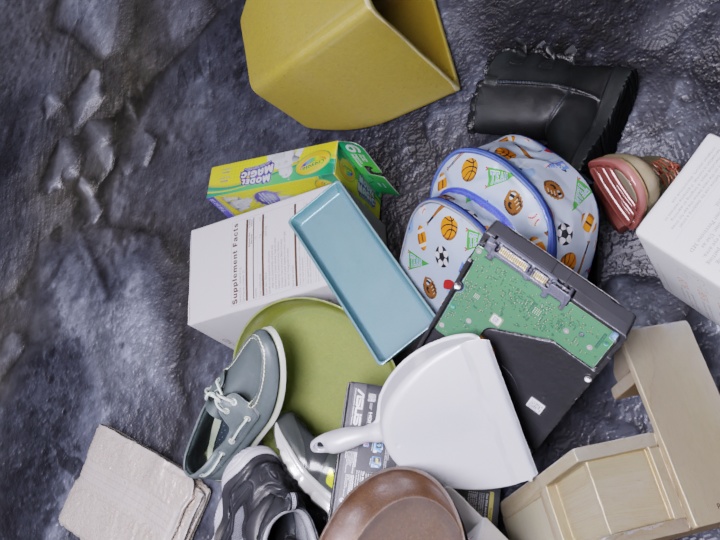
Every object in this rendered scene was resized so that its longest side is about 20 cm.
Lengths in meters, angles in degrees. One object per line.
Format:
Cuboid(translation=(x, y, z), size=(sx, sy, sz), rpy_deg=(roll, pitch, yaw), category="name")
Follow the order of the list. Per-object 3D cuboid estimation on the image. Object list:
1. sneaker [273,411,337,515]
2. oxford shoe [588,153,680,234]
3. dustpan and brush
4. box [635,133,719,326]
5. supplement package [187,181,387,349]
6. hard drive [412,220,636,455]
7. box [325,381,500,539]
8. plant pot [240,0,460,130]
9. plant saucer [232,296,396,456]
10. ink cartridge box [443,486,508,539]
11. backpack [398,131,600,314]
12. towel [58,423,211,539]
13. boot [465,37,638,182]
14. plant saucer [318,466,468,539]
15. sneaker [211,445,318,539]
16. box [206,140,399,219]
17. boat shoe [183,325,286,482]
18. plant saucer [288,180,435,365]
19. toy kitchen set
Cuboid(translation=(-0.008, 0.213, 0.908), size=(0.084, 0.075, 0.200), rpy_deg=(-42, 75, -5), category="sneaker")
Cuboid(translation=(0.252, -0.083, 0.808), size=(0.074, 0.200, 0.071), rpy_deg=(-31, 85, 10), category="oxford shoe")
Cuboid(translation=(0.041, 0.138, 0.785), size=(0.197, 0.057, 0.142), rpy_deg=(-19, 102, 14), category="dustpan and brush")
Cuboid(translation=(0.350, 0.004, 0.741), size=(0.199, 0.152, 0.107), rpy_deg=(40, 92, 34), category="box")
Cuboid(translation=(-0.079, 0.005, 1.001), size=(0.197, 0.121, 0.122), rpy_deg=(-16, 61, 24), category="supplement package")
Cuboid(translation=(0.124, 0.071, 0.766), size=(0.139, 0.038, 0.202), rpy_deg=(34, 132, 11), category="hard drive")
Cuboid(translation=(0.050, 0.217, 0.842), size=(0.158, 0.049, 0.204), rpy_deg=(8, 76, 1), category="box")
Cuboid(translation=(-0.029, -0.280, 1.055), size=(0.198, 0.194, 0.197), rpy_deg=(-27, 59, 28), category="plant pot")
Cuboid(translation=(-0.042, 0.119, 0.939), size=(0.197, 0.031, 0.204), rpy_deg=(8, 110, 22), category="plant saucer")
Cuboid(translation=(0.103, 0.295, 0.747), size=(0.200, 0.067, 0.117), rpy_deg=(44, 111, 2), category="ink cartridge box")
Cuboid(translation=(0.130, -0.025, 0.847), size=(0.199, 0.153, 0.193), rpy_deg=(34, 125, 34), category="backpack")
Cuboid(translation=(-0.271, 0.276, 1.057), size=(0.198, 0.034, 0.134), rpy_deg=(17, 79, 34), category="towel")
Cuboid(translation=(0.187, -0.149, 0.943), size=(0.160, 0.073, 0.201), rpy_deg=(17, 73, 31), category="boot")
Cuboid(translation=(0.024, 0.264, 0.729), size=(0.199, 0.034, 0.203), rpy_deg=(-36, 39, 36), category="plant saucer")
Cuboid(translation=(-0.099, 0.286, 0.884), size=(0.113, 0.074, 0.204), rpy_deg=(31, 116, 53), category="sneaker")
Cuboid(translation=(-0.064, -0.088, 1.033), size=(0.197, 0.117, 0.049), rpy_deg=(-10, 59, 26), category="box")
Cuboid(translation=(-0.132, 0.143, 0.921), size=(0.073, 0.061, 0.202), rpy_deg=(53, 130, 38), category="boat shoe")
Cuboid(translation=(0.000, 0.000, 0.875), size=(0.070, 0.019, 0.201), rpy_deg=(-37, 58, 5), category="plant saucer")
Cuboid(translation=(0.238, 0.162, 0.792), size=(0.196, 0.181, 0.166), rpy_deg=(-7, 64, -17), category="toy kitchen set")
